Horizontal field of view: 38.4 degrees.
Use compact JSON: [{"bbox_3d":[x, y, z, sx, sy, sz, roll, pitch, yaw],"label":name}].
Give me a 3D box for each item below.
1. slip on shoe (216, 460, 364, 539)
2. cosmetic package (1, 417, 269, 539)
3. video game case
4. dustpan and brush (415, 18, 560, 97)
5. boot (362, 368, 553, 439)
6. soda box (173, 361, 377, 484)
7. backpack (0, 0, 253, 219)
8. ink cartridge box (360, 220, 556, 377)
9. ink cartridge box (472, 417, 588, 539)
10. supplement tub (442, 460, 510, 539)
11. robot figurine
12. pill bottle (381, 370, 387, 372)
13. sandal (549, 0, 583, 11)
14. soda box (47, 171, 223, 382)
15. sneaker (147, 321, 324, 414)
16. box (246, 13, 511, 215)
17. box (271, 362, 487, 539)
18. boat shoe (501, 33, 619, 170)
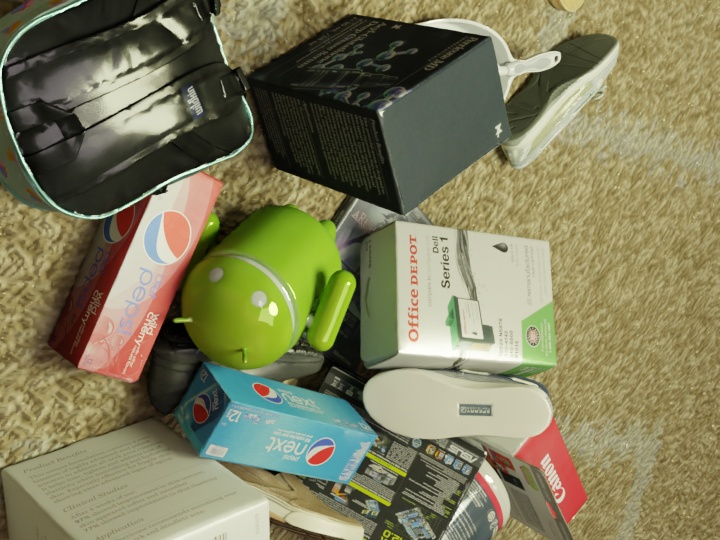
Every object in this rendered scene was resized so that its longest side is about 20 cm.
[{"bbox_3d":[-0.085,0.233,1.081,0.198,0.076,0.061,19,69,-5],"label":"slip on shoe"},{"bbox_3d":[-0.202,0.263,0.936,0.166,0.199,0.168,-15,115,-38],"label":"cosmetic package"},{"bbox_3d":[0.000,0.000,1.153,0.201,0.019,0.143,-56,134,-10],"label":"video game case"},{"bbox_3d":[0.145,-0.226,1.171,0.199,0.057,0.141,-23,121,-35],"label":"dustpan and brush"},{"bbox_3d":[0.105,0.141,1.104,0.090,0.197,0.074,-13,109,-79],"label":"boot"},{"bbox_3d":[-0.080,0.154,1.019,0.199,0.068,0.065,22,104,-43],"label":"soda box"},{"bbox_3d":[-0.208,-0.139,0.808,0.200,0.152,0.177,-41,128,-36],"label":"backpack"},{"bbox_3d":[0.105,0.035,1.119,0.198,0.084,0.148,6,74,-25],"label":"ink cartridge box"},{"bbox_3d":[0.218,0.254,1.344,0.084,0.175,0.201,-45,132,-20],"label":"ink cartridge box"},{"bbox_3d":[0.073,0.311,1.254,0.199,0.140,0.141,-38,128,-26],"label":"supplement tub"},{"bbox_3d":[-0.092,0.015,0.979,0.200,0.174,0.117,-49,160,-51],"label":"robot figurine"},{"bbox_3d":[0.124,0.073,1.230,0.199,0.112,0.114,-32,126,-29],"label":"pill bottle"},{"bbox_3d":[0.228,-0.379,1.182,0.078,0.069,0.212,-56,134,-12],"label":"sandal"},{"bbox_3d":[-0.203,-0.006,0.929,0.070,0.063,0.202,24,89,-45],"label":"soda box"},{"bbox_3d":[-0.128,0.100,1.043,0.198,0.076,0.092,3,111,-34],"label":"sneaker"},{"bbox_3d":[0.015,-0.155,0.979,0.148,0.199,0.108,-36,128,-27],"label":"box"},{"bbox_3d":[0.016,0.219,1.138,0.198,0.044,0.161,28,93,-1],"label":"box"},{"bbox_3d":[0.244,-0.211,1.265,0.202,0.074,0.065,-48,138,-14],"label":"boat shoe"}]
